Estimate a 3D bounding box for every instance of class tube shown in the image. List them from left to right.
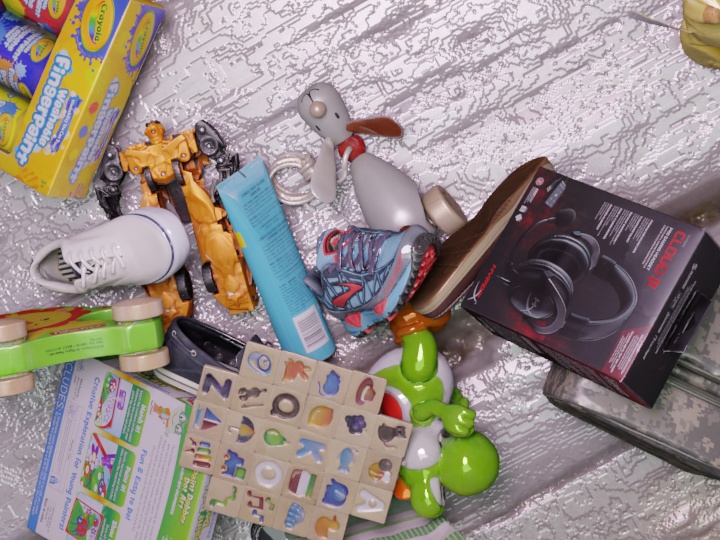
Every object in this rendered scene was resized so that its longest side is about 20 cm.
[{"bbox_3d":[-0.080,-0.004,1.405,0.050,0.077,0.201,-10,110,28],"label":"tube"}]

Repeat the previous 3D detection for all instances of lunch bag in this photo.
[{"bbox_3d":[0.285,0.081,1.366,0.199,0.139,0.168,25,84,0],"label":"lunch bag"}]

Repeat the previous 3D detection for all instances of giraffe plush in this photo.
[{"bbox_3d":[0.352,-0.266,1.291,0.199,0.173,0.163,20,89,-15],"label":"giraffe plush"}]

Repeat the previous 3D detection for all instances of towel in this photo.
[{"bbox_3d":[0.020,0.257,1.366,0.152,0.200,0.024,-14,104,-11],"label":"towel"}]

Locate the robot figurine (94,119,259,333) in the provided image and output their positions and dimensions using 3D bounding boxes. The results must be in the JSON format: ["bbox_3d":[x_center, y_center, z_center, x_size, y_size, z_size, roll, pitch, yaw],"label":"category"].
[{"bbox_3d":[-0.173,-0.048,1.422,0.144,0.058,0.201,-14,98,7],"label":"robot figurine"}]

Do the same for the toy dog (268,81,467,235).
[{"bbox_3d":[0.008,-0.082,1.380,0.199,0.096,0.132,31,100,0],"label":"toy dog"}]

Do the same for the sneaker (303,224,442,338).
[{"bbox_3d":[0.000,0.000,1.333,0.095,0.200,0.079,37,62,-6],"label":"sneaker"}]

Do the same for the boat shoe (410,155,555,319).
[{"bbox_3d":[0.128,-0.018,1.364,0.072,0.072,0.200,50,63,-16],"label":"boat shoe"}]

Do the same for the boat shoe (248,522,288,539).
[{"bbox_3d":[-0.029,0.310,1.465,0.200,0.060,0.076,34,101,-1],"label":"boat shoe"}]

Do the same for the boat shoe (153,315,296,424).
[{"bbox_3d":[-0.102,0.098,1.390,0.199,0.075,0.063,20,111,11],"label":"boat shoe"}]

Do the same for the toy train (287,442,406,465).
[{"bbox_3d":[-0.050,0.198,1.411,0.199,0.085,0.116,22,115,29],"label":"toy train"}]

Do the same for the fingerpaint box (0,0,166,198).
[{"bbox_3d":[-0.301,-0.193,1.381,0.166,0.073,0.201,30,102,18],"label":"fingerpaint box"}]

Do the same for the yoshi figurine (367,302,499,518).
[{"bbox_3d":[0.081,0.130,1.385,0.112,0.112,0.201,-14,77,47],"label":"yoshi figurine"}]

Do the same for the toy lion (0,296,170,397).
[{"bbox_3d":[-0.291,0.061,1.394,0.199,0.192,0.069,-9,99,-14],"label":"toy lion"}]

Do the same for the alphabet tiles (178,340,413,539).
[{"bbox_3d":[-0.060,0.159,1.346,0.199,0.006,0.167,15,101,2],"label":"alphabet tiles"}]

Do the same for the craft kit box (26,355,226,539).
[{"bbox_3d":[-0.223,0.197,1.433,0.197,0.048,0.201,23,104,31],"label":"craft kit box"}]

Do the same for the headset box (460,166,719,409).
[{"bbox_3d":[0.211,0.016,1.276,0.200,0.077,0.149,26,83,40],"label":"headset box"}]

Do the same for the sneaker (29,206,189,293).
[{"bbox_3d":[-0.237,-0.008,1.373,0.200,0.071,0.073,-14,103,47],"label":"sneaker"}]
